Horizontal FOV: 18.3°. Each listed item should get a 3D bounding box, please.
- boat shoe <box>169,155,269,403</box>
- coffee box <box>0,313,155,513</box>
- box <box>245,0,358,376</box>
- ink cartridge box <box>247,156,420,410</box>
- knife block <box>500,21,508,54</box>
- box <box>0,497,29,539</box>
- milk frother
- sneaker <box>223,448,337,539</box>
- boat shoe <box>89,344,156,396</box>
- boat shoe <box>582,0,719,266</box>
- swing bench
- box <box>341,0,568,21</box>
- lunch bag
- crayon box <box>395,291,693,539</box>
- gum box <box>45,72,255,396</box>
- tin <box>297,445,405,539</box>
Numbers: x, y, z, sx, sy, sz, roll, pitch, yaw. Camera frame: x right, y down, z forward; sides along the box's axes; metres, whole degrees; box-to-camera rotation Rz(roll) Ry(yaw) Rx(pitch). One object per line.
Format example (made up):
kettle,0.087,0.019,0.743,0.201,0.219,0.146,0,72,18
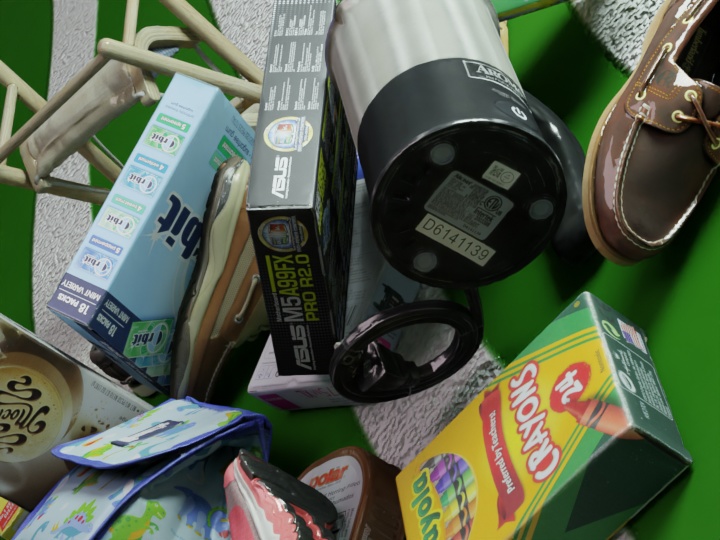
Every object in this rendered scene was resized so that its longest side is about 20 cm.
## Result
boat shoe,-0.092,0.019,1.650,0.076,0.073,0.201,-111,35,-73
coffee box,-0.233,0.117,1.648,0.113,0.200,0.080,-58,29,-5
box,-0.035,-0.057,1.475,0.044,0.161,0.201,-2,48,7
ink cartridge box,0.000,0.000,1.556,0.119,0.042,0.201,-10,55,56
knife block,0.030,-0.159,1.660,0.175,0.064,0.201,-40,31,33
box,-0.276,0.165,1.842,0.075,0.050,0.200,-54,26,4
milk frother,0.033,-0.048,1.379,0.200,0.181,0.189,-35,34,14
sneaker,-0.056,0.177,1.330,0.087,0.074,0.200,-54,26,9
boat shoe,-0.151,-0.001,1.799,0.072,0.060,0.202,-6,55,59
boat shoe,0.188,-0.097,1.298,0.070,0.070,0.201,-22,42,56
swing bench,-0.183,-0.131,1.854,0.199,0.199,0.130,-36,37,37
box,0.088,-0.187,1.481,0.199,0.049,0.117,-20,2,1
lunch bag,-0.151,0.174,1.537,0.200,0.127,0.170,-52,19,-15
crayon box,0.087,0.123,1.248,0.200,0.051,0.127,-47,27,21
gum box,-0.139,-0.023,1.690,0.044,0.170,0.201,22,78,25
tin,-0.027,0.200,1.378,0.112,0.042,0.201,-22,42,44
